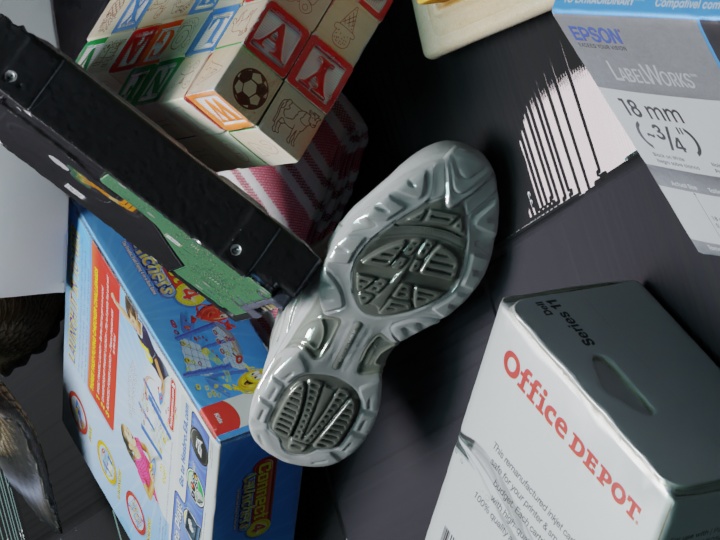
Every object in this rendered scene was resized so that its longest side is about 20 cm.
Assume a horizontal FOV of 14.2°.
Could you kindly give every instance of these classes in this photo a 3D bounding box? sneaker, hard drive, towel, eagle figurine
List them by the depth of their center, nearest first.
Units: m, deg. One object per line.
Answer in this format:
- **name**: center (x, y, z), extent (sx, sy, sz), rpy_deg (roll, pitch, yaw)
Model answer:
- **hard drive**: center (-0.118, -0.049, 1.465), extent (0.200, 0.038, 0.140), rpy_deg (38, 169, -8)
- **sneaker**: center (0.000, 0.000, 1.475), extent (0.200, 0.078, 0.100), rpy_deg (-53, 25, 28)
- **towel**: center (-0.057, -0.048, 1.605), extent (0.146, 0.030, 0.201), rpy_deg (53, 137, 37)
- **eagle figurine**: center (-0.235, 0.055, 1.745), extent (0.152, 0.200, 0.151), rpy_deg (-60, 38, 7)

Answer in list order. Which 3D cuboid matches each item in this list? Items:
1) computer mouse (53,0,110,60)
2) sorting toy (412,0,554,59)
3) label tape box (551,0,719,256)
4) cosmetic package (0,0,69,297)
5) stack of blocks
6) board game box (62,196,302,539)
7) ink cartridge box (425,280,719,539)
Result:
- **computer mouse**: center (-0.168, -0.104, 1.746), extent (0.110, 0.044, 0.201), rpy_deg (37, 127, 49)
- **sorting toy**: center (0.059, -0.210, 1.370), extent (0.200, 0.036, 0.186), rpy_deg (-19, 82, 58)
- **label tape box**: center (0.151, -0.093, 1.141), extent (0.144, 0.063, 0.200), rpy_deg (11, 140, 56)
- **cosmetic package**: center (-0.200, -0.109, 1.648), extent (0.151, 0.051, 0.201), rpy_deg (97, 164, -54)
- **stack of blocks**: center (-0.076, -0.111, 1.488), extent (0.200, 0.059, 0.115), rpy_deg (-3, 53, 58)
- **board game box**: center (-0.104, 0.083, 1.642), extent (0.196, 0.056, 0.200), rpy_deg (56, 153, 34)
- **ink cartridge box**: center (0.108, 0.126, 1.332), extent (0.147, 0.083, 0.201), rpy_deg (51, 138, 39)
